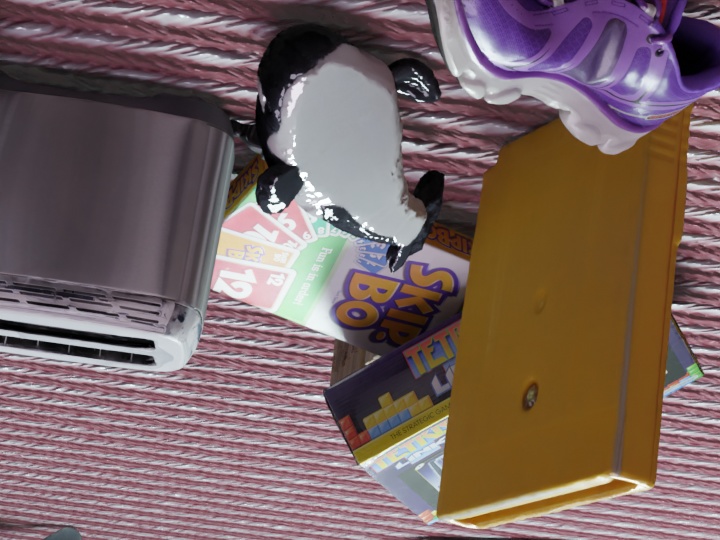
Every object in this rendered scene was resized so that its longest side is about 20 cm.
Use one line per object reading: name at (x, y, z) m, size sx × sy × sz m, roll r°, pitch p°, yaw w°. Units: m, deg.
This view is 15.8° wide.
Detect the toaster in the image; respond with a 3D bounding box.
toaster at (-0.146, -0.024, 1.369) m, size 0.198 × 0.130 × 0.114 m, roll 8°, pitch 165°, yaw -3°

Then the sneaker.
sneaker at (0.092, -0.114, 1.101) m, size 0.083 × 0.081 × 0.199 m, roll -24°, pitch 157°, yaw 30°

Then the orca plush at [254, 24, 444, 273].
orca plush at (-0.011, -0.077, 1.297) m, size 0.105 × 0.071 × 0.200 m, roll -46°, pitch 150°, yaw 11°

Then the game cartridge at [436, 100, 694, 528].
game cartridge at (0.101, 0.019, 1.280) m, size 0.032 × 0.202 × 0.176 m, roll 17°, pitch 162°, yaw -22°

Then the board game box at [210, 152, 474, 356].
board game box at (0.000, 0.000, 1.482) m, size 0.199 × 0.030 × 0.096 m, roll 20°, pitch 132°, yaw -31°

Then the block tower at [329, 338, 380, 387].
block tower at (0.028, 0.043, 1.657) m, size 0.057 × 0.054 × 0.200 m, roll 12°, pitch 164°, yaw -11°

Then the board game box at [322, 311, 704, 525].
board game box at (0.094, 0.066, 1.538) m, size 0.199 × 0.057 × 0.165 m, roll -29°, pitch 156°, yaw 5°

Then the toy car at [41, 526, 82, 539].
toy car at (-0.377, 0.321, 2.610) m, size 0.198 × 0.166 × 0.158 m, roll -4°, pitch 163°, yaw 5°
